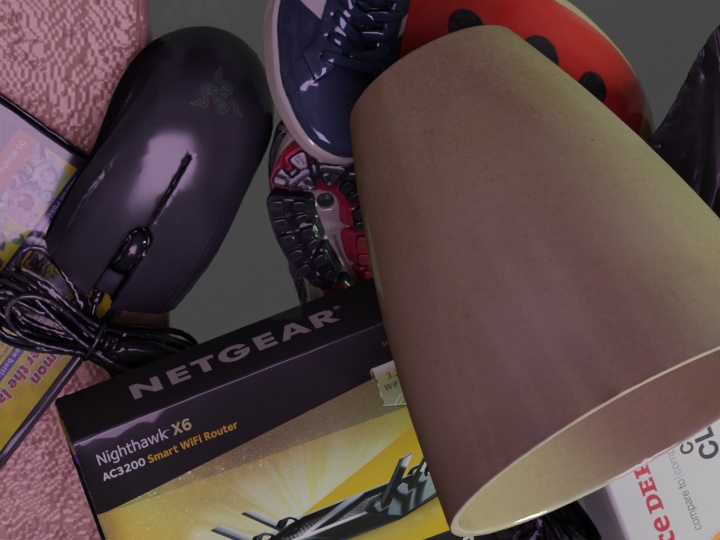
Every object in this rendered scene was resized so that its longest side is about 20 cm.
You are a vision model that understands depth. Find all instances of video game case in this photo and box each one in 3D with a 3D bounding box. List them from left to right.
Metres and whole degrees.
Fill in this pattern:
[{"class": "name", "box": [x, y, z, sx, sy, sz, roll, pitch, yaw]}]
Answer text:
[{"class": "video game case", "box": [-0.228, 0.002, 1.013, 0.180, 0.026, 0.200, 36, 99, -18]}]

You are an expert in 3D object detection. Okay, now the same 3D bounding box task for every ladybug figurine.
[{"class": "ladybug figurine", "box": [0.081, -0.084, 1.009, 0.200, 0.072, 0.136, 33, 101, -18]}]

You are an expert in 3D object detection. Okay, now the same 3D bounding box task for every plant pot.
[{"class": "plant pot", "box": [0.080, -0.008, 0.875, 0.187, 0.187, 0.201, -28, 71, 1]}]

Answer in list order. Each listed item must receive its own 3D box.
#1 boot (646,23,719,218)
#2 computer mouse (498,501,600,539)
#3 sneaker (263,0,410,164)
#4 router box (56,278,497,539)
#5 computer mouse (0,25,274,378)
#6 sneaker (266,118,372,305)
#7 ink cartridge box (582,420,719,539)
[{"class": "boot", "box": [0.214, -0.086, 0.966, 0.076, 0.168, 0.200, 42, 119, 10]}, {"class": "computer mouse", "box": [0.122, 0.193, 1.082, 0.052, 0.139, 0.201, -16, 120, -11]}, {"class": "sneaker", "box": [0.006, -0.155, 0.926, 0.075, 0.084, 0.201, 9, 81, -32]}, {"class": "router box", "box": [-0.040, 0.108, 0.973, 0.199, 0.052, 0.158, -21, 117, -10]}, {"class": "computer mouse", "box": [-0.104, -0.033, 0.985, 0.138, 0.053, 0.201, 23, 90, -18]}, {"class": "sneaker", "box": [0.000, 0.000, 1.028, 0.080, 0.075, 0.201, -13, 122, 1]}, {"class": "ink cartridge box", "box": [0.214, 0.076, 1.046, 0.199, 0.145, 0.146, -23, 111, 0]}]
